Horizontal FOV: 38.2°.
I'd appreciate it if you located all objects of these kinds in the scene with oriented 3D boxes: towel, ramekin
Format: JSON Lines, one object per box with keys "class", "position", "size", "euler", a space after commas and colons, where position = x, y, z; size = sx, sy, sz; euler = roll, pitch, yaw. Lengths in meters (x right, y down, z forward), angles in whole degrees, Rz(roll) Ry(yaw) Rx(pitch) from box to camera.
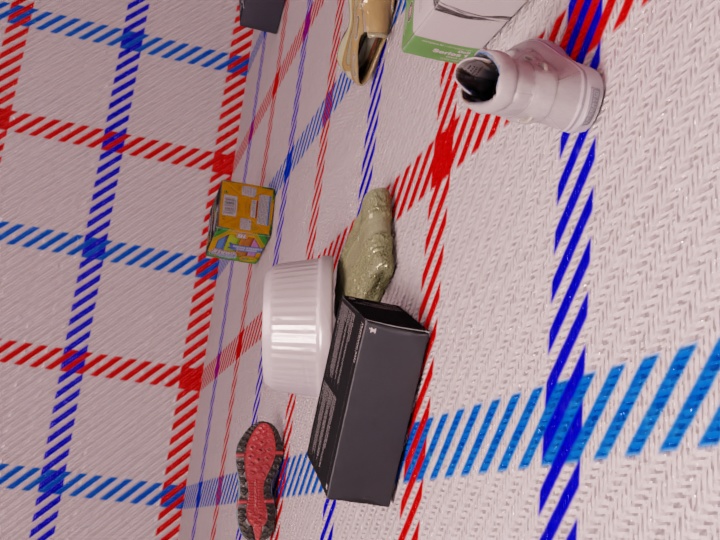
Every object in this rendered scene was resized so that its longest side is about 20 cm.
{"class": "towel", "position": [0.000, 0.000, 1.374], "size": [0.200, 0.036, 0.149], "euler": [118, 157, -50]}
{"class": "ramekin", "position": [-0.085, 0.079, 1.433], "size": [0.202, 0.094, 0.203], "euler": [180, 90, -89]}

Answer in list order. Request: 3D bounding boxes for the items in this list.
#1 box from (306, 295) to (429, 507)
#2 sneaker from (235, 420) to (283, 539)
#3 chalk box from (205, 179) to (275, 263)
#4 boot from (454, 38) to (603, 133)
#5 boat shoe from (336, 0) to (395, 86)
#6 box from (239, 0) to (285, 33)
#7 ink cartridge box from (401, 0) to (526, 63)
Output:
{"class": "box", "position": [0.005, 0.143, 1.170], "size": [0.141, 0.079, 0.201], "euler": [-135, 57, -76]}
{"class": "sneaker", "position": [-0.181, 0.354, 1.742], "size": [0.096, 0.079, 0.201], "euler": [131, 147, -67]}
{"class": "chalk box", "position": [-0.276, -0.098, 2.344], "size": [0.200, 0.124, 0.125], "euler": [126, 150, -62]}
{"class": "boot", "position": [0.125, -0.167, 0.884], "size": [0.200, 0.095, 0.074], "euler": [-126, 48, -71]}
{"class": "boat shoe", "position": [0.020, -0.363, 1.518], "size": [0.076, 0.071, 0.200], "euler": [-116, 29, -43]}
{"class": "box", "position": [-0.250, -0.762, 2.745], "size": [0.182, 0.104, 0.200], "euler": [-101, 25, -52]}
{"class": "ink cartridge box", "position": [0.115, -0.318, 1.053], "size": [0.200, 0.084, 0.147], "euler": [146, 132, -70]}
